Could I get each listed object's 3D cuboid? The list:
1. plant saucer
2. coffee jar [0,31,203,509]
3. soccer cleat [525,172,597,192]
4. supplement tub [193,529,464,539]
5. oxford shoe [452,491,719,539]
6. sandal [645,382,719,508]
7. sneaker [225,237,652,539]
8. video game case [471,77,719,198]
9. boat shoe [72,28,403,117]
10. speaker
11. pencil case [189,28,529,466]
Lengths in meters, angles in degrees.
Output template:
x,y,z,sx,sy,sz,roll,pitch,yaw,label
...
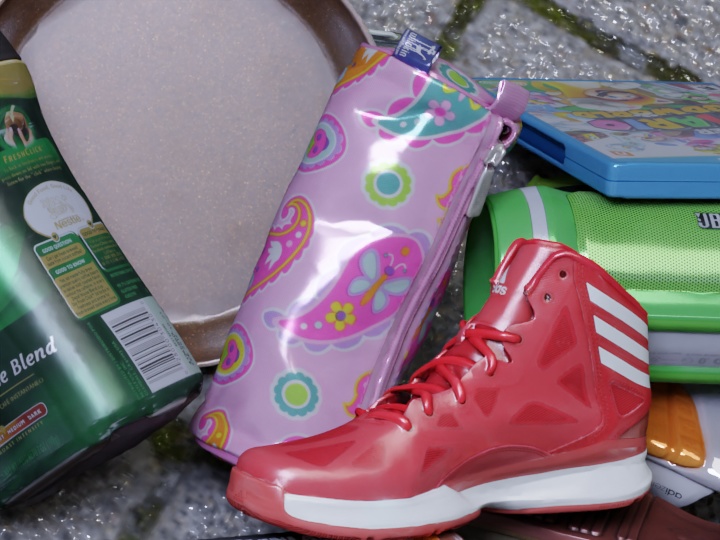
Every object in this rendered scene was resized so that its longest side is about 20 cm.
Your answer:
x,y,z,sx,sy,sz,roll,pitch,yaw,label
-0.083,-0.057,1.273,0.199,0.034,0.202,0,92,-5,plant saucer
-0.157,-0.008,1.193,0.085,0.104,0.201,-23,80,-53,coffee jar
0.177,-0.013,1.364,0.199,0.068,0.082,5,95,1,soccer cleat
-0.015,0.157,1.153,0.199,0.107,0.107,-4,57,-20,supplement tub
0.115,0.137,1.237,0.199,0.075,0.070,16,26,18,oxford shoe
0.156,0.088,1.282,0.206,0.059,0.079,27,42,20,sandal
0.035,0.043,1.169,0.199,0.116,0.078,-5,12,-35,sneaker
0.144,-0.064,1.338,0.142,0.018,0.200,0,14,-18,video game case
-0.058,-0.078,1.335,0.199,0.072,0.071,1,23,-5,boat shoe
0.150,0.007,1.266,0.199,0.089,0.089,2,55,-10,speaker
0.000,0.000,1.224,0.087,0.087,0.201,25,90,0,pencil case
